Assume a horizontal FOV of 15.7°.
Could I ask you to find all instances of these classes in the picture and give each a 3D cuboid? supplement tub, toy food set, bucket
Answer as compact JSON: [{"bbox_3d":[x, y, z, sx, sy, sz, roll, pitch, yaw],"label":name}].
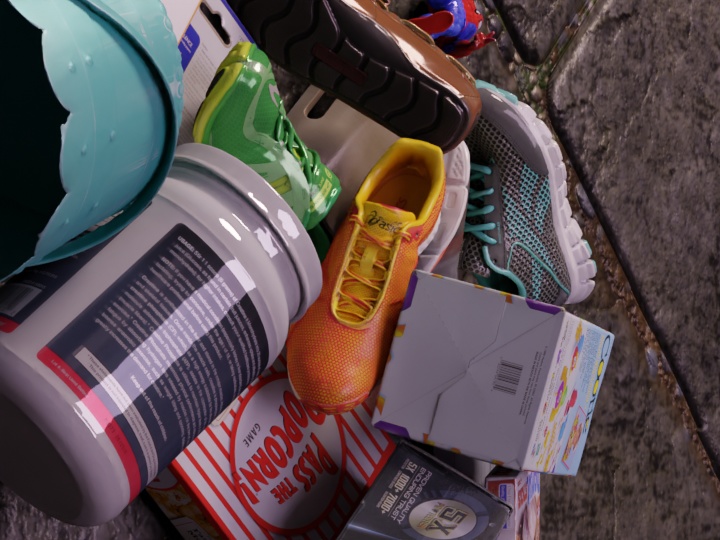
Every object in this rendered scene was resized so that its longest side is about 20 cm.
[{"bbox_3d":[-0.131,0.035,1.490,0.200,0.140,0.140,-44,124,-27],"label":"supplement tub"},{"bbox_3d":[0.016,-0.054,1.809,0.144,0.060,0.200,-53,128,-26],"label":"toy food set"},{"bbox_3d":[-0.201,-0.093,1.393,0.135,0.207,0.208,-30,112,-55],"label":"bucket"}]

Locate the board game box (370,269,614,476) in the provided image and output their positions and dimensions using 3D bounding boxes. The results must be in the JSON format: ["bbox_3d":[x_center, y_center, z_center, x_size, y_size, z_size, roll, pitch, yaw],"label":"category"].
[{"bbox_3d":[0.089,0.069,1.690,0.200,0.103,0.105,23,82,-75],"label":"board game box"}]

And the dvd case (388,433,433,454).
[{"bbox_3d":[-0.002,0.155,1.789,0.200,0.025,0.151,13,77,-53],"label":"dvd case"}]

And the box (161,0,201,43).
[{"bbox_3d":[-0.156,-0.176,1.560,0.119,0.041,0.200,39,58,-24],"label":"box"}]

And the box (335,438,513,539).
[{"bbox_3d":[-0.001,0.230,1.636,0.200,0.086,0.164,-55,173,-26],"label":"box"}]

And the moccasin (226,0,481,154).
[{"bbox_3d":[-0.006,-0.156,1.706,0.074,0.201,0.078,-59,-179,26],"label":"moccasin"}]

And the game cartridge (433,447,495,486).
[{"bbox_3d":[0.081,0.158,1.857,0.133,0.040,0.200,27,64,-77],"label":"game cartridge"}]

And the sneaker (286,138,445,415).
[{"bbox_3d":[0.000,0.000,1.642,0.077,0.073,0.200,92,14,-57],"label":"sneaker"}]

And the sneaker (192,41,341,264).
[{"bbox_3d":[-0.053,-0.070,1.635,0.200,0.083,0.074,79,30,-54],"label":"sneaker"}]

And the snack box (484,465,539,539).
[{"bbox_3d":[0.105,0.168,1.792,0.200,0.024,0.072,-10,99,-82],"label":"snack box"}]

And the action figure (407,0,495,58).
[{"bbox_3d":[0.062,-0.183,1.830,0.200,0.052,0.066,0,72,-82],"label":"action figure"}]

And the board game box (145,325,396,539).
[{"bbox_3d":[-0.075,0.097,1.650,0.200,0.046,0.152,55,50,-27],"label":"board game box"}]

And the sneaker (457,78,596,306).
[{"bbox_3d":[0.097,-0.038,1.800,0.091,0.078,0.200,-42,122,-29],"label":"sneaker"}]

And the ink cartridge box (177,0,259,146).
[{"bbox_3d":[-0.132,-0.094,1.618,0.095,0.037,0.200,54,50,-37],"label":"ink cartridge box"}]

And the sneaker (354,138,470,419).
[{"bbox_3d":[0.032,0.004,1.755,0.082,0.077,0.200,22,84,-68],"label":"sneaker"}]
